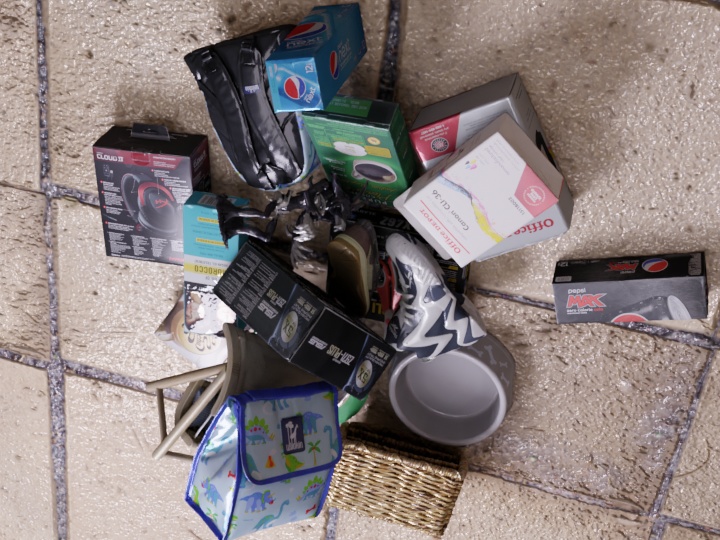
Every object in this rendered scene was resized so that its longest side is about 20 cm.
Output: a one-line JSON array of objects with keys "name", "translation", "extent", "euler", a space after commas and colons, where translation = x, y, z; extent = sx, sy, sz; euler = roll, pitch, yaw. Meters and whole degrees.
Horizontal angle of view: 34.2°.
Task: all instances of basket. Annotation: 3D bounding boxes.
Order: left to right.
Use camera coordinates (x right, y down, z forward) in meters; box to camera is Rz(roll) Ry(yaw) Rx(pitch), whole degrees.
[{"name": "basket", "translation": [0.059, 0.283, 1.758], "extent": [0.199, 0.143, 0.149], "euler": [15, 128, 3]}]

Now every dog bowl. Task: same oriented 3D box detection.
[{"name": "dog bowl", "translation": [0.132, 0.172, 1.724], "extent": [0.199, 0.059, 0.201], "euler": [7, 122, 11]}]

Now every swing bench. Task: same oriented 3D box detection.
[{"name": "swing bench", "translation": [-0.166, 0.190, 1.668], "extent": [0.200, 0.130, 0.199], "euler": [-35, 143, 32]}]

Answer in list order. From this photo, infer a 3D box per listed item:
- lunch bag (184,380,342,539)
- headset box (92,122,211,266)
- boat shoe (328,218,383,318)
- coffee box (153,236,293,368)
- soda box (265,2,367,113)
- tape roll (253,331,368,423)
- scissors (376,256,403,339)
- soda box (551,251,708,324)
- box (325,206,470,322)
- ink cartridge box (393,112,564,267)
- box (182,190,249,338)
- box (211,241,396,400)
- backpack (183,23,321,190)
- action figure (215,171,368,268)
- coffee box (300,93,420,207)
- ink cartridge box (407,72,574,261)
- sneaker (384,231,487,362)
[{"name": "lunch bag", "translation": [-0.120, 0.242, 1.554], "extent": [0.127, 0.170, 0.201], "euler": [35, 118, 40]}, {"name": "headset box", "translation": [-0.292, -0.114, 1.663], "extent": [0.148, 0.075, 0.201], "euler": [7, 122, 12]}, {"name": "boat shoe", "translation": [0.000, 0.000, 1.570], "extent": [0.073, 0.065, 0.200], "euler": [39, 160, 15]}, {"name": "coffee box", "translation": [-0.203, 0.046, 1.731], "extent": [0.113, 0.080, 0.200], "euler": [37, 123, -6]}, {"name": "soda box", "translation": [-0.051, -0.262, 1.426], "extent": [0.064, 0.200, 0.068], "euler": [-1, 120, 17]}, {"name": "tape roll", "translation": [-0.077, 0.144, 1.774], "extent": [0.200, 0.048, 0.201], "euler": [7, 122, 12]}, {"name": "scissors", "translation": [0.048, 0.062, 1.651], "extent": [0.073, 0.014, 0.201], "euler": [-1, 119, 15]}, {"name": "soda box", "translation": [0.360, 0.025, 1.564], "extent": [0.199, 0.063, 0.071], "euler": [-3, 119, 19]}, {"name": "box", "translation": [0.052, -0.001, 1.648], "extent": [0.199, 0.049, 0.160], "euler": [11, 125, 10]}, {"name": "ink cartridge box", "translation": [0.138, -0.087, 1.456], "extent": [0.200, 0.068, 0.116], "euler": [-37, 104, 31]}, {"name": "box", "translation": [-0.201, -0.005, 1.623], "extent": [0.082, 0.049, 0.201], "euler": [9, 118, 10]}, {"name": "box", "translation": [-0.076, 0.068, 1.562], "extent": [0.086, 0.200, 0.164], "euler": [-54, 137, 1]}, {"name": "backpack", "translation": [-0.118, -0.206, 1.527], "extent": [0.163, 0.154, 0.201], "euler": [-12, 97, 25]}, {"name": "action figure", "translation": [-0.082, -0.063, 1.511], "extent": [0.199, 0.102, 0.119], "euler": [-8, 152, -4]}, {"name": "coffee box", "translation": [0.005, -0.152, 1.505], "extent": [0.122, 0.044, 0.200], "euler": [12, 156, 19]}, {"name": "ink cartridge box", "translation": [0.172, -0.130, 1.512], "extent": [0.145, 0.083, 0.200], "euler": [-17, 114, 24]}, {"name": "sneaker", "translation": [0.066, 0.049, 1.584], "extent": [0.129, 0.080, 0.199], "euler": [-36, 123, 14]}]
